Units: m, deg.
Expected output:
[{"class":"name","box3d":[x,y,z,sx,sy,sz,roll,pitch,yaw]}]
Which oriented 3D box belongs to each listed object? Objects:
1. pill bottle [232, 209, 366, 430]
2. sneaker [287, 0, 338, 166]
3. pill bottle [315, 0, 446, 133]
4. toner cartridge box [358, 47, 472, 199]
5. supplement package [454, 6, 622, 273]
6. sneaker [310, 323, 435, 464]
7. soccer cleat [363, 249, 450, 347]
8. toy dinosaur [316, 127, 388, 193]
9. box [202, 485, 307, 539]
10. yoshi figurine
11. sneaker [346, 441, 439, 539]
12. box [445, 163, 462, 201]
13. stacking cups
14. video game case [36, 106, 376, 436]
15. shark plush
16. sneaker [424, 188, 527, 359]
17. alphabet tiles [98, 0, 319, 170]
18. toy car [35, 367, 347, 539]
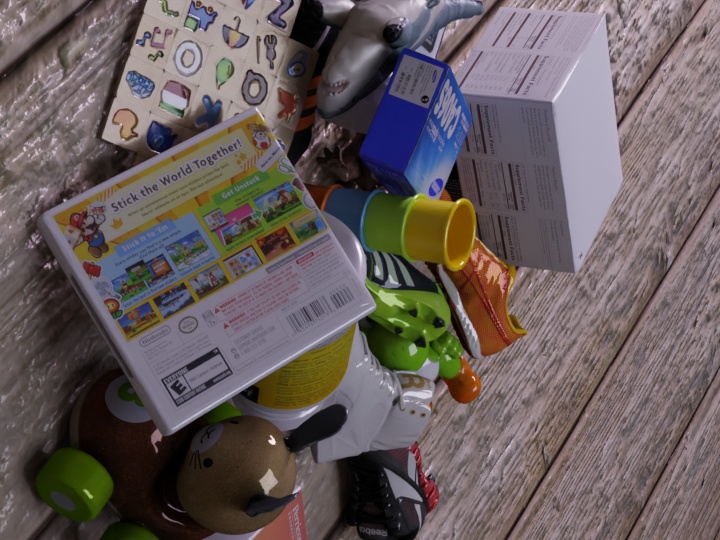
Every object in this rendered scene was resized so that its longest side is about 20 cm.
[{"class":"pill bottle","box3d":[-0.060,0.047,1.424,0.113,0.112,0.200,-58,168,-34]},{"class":"sneaker","box3d":[-0.066,-0.145,1.441,0.201,0.070,0.090,-65,153,-13]},{"class":"pill bottle","box3d":[0.021,-0.229,1.513,0.116,0.115,0.201,40,65,-59]},{"class":"toner cartridge box","box3d":[0.049,-0.113,1.445,0.095,0.043,0.200,-66,169,-2]},{"class":"supplement package","box3d":[0.172,-0.127,1.664,0.156,0.110,0.201,-57,146,-42]},{"class":"sneaker","box3d":[0.011,0.093,1.580,0.201,0.115,0.074,94,-14,-45]},{"class":"soccer cleat","box3d":[0.000,0.000,1.580,0.200,0.068,0.081,33,27,-29]},{"class":"toy dinosaur","box3d":[0.029,-0.109,1.615,0.135,0.086,0.201,19,89,-69]},{"class":"box","box3d":[-0.135,0.279,1.422,0.200,0.106,0.153,-43,135,-47]},{"class":"yoshi figurine","box3d":[0.047,0.089,1.692,0.113,0.112,0.200,-60,144,-17]},{"class":"sneaker","box3d":[0.022,0.216,1.725,0.098,0.071,0.201,-65,150,-28]},{"class":"box","box3d":[0.161,-0.141,1.844,0.200,0.079,0.142,-22,122,-57]},{"class":"stacking cups","box3d":[-0.005,-0.040,1.445,0.060,0.199,0.061,-24,117,-59]},{"class":"video game case","box3d":[-0.110,-0.003,1.277,0.200,0.023,0.182,-30,88,-29]},{"class":"shark plush","box3d":[0.027,-0.195,1.430,0.200,0.090,0.084,-43,141,-51]},{"class":"sneaker","box3d":[0.103,-0.008,1.656,0.077,0.073,0.201,-27,124,-4]},{"class":"alphabet tiles","box3d":[-0.114,-0.137,1.340,0.166,0.006,0.201,21,84,-39]},{"class":"toy car","box3d":[-0.109,0.140,1.296,0.158,0.199,0.165,58,46,-29]}]
